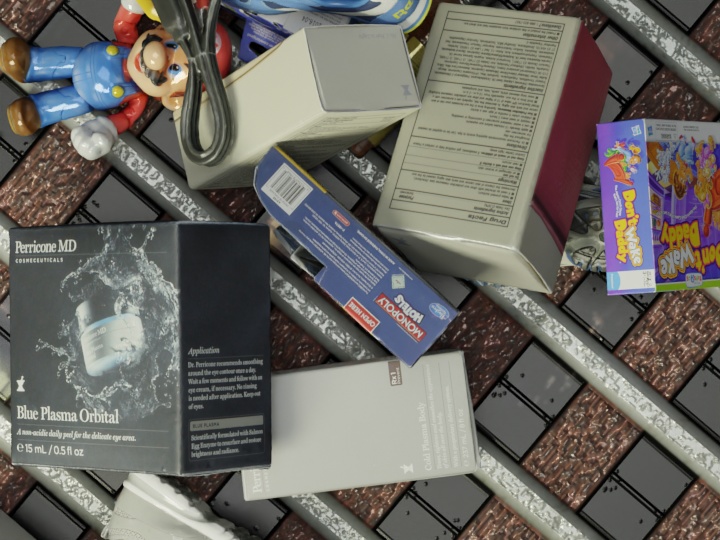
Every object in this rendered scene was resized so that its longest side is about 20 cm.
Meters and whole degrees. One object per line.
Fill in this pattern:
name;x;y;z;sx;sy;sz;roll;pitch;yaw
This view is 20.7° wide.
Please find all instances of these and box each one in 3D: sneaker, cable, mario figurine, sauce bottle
sneaker;0.154;-0.037;1.664;0.199;0.085;0.077;1;115;22
cable;-0.126;-0.186;1.584;0.097;0.050;0.201;-25;80;22
sneaker;-0.044;-0.241;1.570;0.199;0.082;0.074;10;88;23
mario figurine;-0.206;-0.172;1.649;0.199;0.106;0.124;-10;124;10
sneaker;-0.131;0.248;1.658;0.200;0.075;0.082;35;92;23
sauce bottle;0.048;-0.184;1.667;0.200;0.066;0.066;-43;89;2

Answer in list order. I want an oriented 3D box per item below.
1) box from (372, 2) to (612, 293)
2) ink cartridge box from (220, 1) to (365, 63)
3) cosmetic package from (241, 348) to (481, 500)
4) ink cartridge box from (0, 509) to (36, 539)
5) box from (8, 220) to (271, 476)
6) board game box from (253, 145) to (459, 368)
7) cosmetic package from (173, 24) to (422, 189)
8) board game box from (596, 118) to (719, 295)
box;0.109;-0.099;1.580;0.127;0.109;0.201;11;75;25
ink cartridge box;-0.044;-0.263;1.655;0.136;0.076;0.201;27;89;13
cosmetic package;-0.006;0.128;1.657;0.199;0.090;0.107;-9;90;-2
ink cartridge box;-0.294;0.315;1.653;0.200;0.086;0.147;39;97;5
box;-0.181;0.061;1.604;0.196;0.117;0.201;-1;89;38
board game box;0.000;0.000;1.609;0.200;0.200;0.062;42;90;12
cosmetic package;-0.054;-0.130;1.591;0.103;0.200;0.074;-6;77;-39
board game box;0.265;-0.052;1.599;0.045;0.200;0.135;-4;90;38
